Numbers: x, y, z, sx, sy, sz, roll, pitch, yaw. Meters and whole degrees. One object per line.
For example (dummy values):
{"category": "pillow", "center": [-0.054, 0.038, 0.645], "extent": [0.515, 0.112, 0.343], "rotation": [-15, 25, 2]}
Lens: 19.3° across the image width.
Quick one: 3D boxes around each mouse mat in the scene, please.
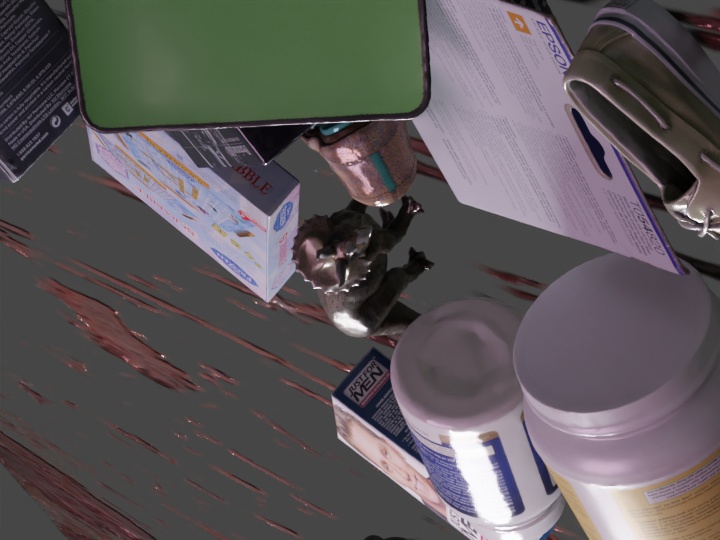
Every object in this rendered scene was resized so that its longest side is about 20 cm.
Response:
{"category": "mouse mat", "center": [-0.064, -0.155, 1.143], "extent": [0.008, 0.198, 0.162], "rotation": [-74, -20, -70]}

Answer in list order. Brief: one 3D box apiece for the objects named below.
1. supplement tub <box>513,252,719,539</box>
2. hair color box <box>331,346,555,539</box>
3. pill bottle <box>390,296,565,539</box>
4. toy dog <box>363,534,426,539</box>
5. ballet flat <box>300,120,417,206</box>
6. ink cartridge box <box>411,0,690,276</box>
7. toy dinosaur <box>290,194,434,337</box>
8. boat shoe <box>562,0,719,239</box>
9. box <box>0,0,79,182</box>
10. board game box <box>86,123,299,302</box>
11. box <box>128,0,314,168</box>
{"category": "supplement tub", "center": [0.184, 0.099, 1.279], "extent": [0.145, 0.146, 0.200], "rotation": [23, 153, 45]}
{"category": "hair color box", "center": [0.070, 0.160, 1.781], "extent": [0.200, 0.061, 0.100], "rotation": [37, 160, 19]}
{"category": "pill bottle", "center": [0.095, 0.117, 1.554], "extent": [0.111, 0.111, 0.200], "rotation": [30, 158, 32]}
{"category": "toy dog", "center": [0.020, 0.344, 2.122], "extent": [0.140, 0.193, 0.201], "rotation": [48, 132, 26]}
{"category": "ballet flat", "center": [0.001, -0.077, 1.283], "extent": [0.067, 0.068, 0.200], "rotation": [57, -172, -13]}
{"category": "ink cartridge box", "center": [0.090, -0.098, 1.194], "extent": [0.199, 0.041, 0.200], "rotation": [23, 152, 49]}
{"category": "toy dinosaur", "center": [0.000, 0.000, 1.502], "extent": [0.077, 0.102, 0.200], "rotation": [34, 159, 25]}
{"category": "boat shoe", "center": [0.178, -0.051, 1.087], "extent": [0.200, 0.062, 0.072], "rotation": [45, 162, -11]}
{"category": "box", "center": [-0.343, -0.192, 1.739], "extent": [0.200, 0.124, 0.197], "rotation": [15, 149, 55]}
{"category": "board game box", "center": [-0.136, -0.080, 1.690], "extent": [0.200, 0.041, 0.200], "rotation": [39, 163, 10]}
{"category": "box", "center": [-0.096, -0.162, 1.264], "extent": [0.182, 0.104, 0.200], "rotation": [51, 170, -11]}
